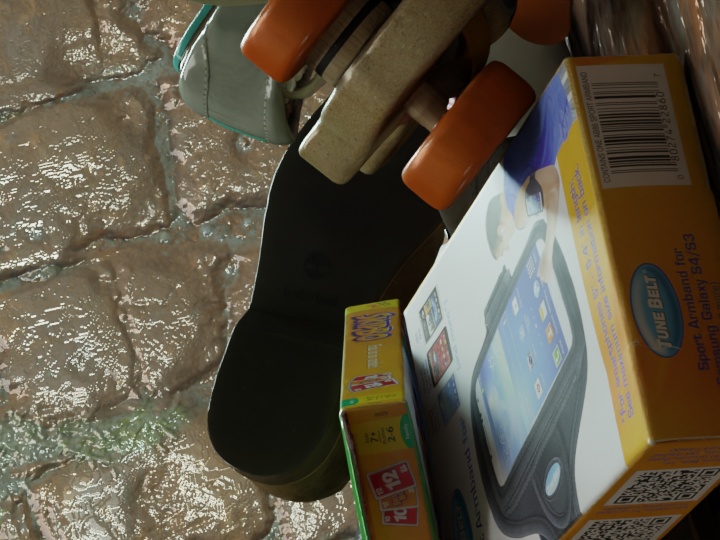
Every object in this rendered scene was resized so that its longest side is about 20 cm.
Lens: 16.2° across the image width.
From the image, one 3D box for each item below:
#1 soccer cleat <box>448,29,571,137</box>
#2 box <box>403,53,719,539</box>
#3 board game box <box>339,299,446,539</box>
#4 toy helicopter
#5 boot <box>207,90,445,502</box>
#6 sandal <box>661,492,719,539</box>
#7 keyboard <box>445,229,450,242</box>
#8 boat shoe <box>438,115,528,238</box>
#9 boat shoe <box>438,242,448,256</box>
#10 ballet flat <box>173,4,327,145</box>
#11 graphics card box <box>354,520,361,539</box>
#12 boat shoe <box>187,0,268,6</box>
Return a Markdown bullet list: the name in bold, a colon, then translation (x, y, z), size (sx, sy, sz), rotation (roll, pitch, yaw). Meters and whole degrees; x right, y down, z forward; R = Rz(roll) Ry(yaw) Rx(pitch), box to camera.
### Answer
- **soccer cleat**: translation (0.036, -0.129, 0.978), size (0.086, 0.070, 0.200), rotation (-63, 40, 34)
- **box**: translation (0.059, 0.034, 0.777), size (0.200, 0.041, 0.119), rotation (122, 142, -59)
- **board game box**: translation (0.013, 0.074, 0.863), size (0.200, 0.030, 0.096), rotation (-74, -27, -80)
- **toy helicopter**: translation (0.025, -0.079, 0.822), size (0.079, 0.132, 0.200), rotation (38, 167, 1)
- **boot**: translation (0.000, 0.000, 1.032), size (0.200, 0.074, 0.075), rotation (-66, -25, -13)
- **sandal**: translation (0.091, 0.088, 0.836), size (0.200, 0.055, 0.082), rotation (-95, -4, -47)
- **keyboard**: translation (0.051, -0.055, 1.160), size (0.104, 0.040, 0.200), rotation (52, -168, -34)
- **boat shoe**: translation (0.063, -0.003, 0.924), size (0.200, 0.057, 0.067), rotation (71, -166, -66)
- **boat shoe**: translation (0.058, 0.062, 1.201), size (0.074, 0.065, 0.200), rotation (61, 177, -33)
- **ballet flat**: translation (0.002, -0.138, 0.944), size (0.200, 0.064, 0.067), rotation (-60, -13, 3)
- **graphics card box**: translation (0.063, 0.125, 0.967), size (0.200, 0.051, 0.126), rotation (-126, 36, -46)
- **boat shoe**: translation (-0.013, -0.132, 0.843), size (0.073, 0.200, 0.062), rotation (-36, 71, 40)
